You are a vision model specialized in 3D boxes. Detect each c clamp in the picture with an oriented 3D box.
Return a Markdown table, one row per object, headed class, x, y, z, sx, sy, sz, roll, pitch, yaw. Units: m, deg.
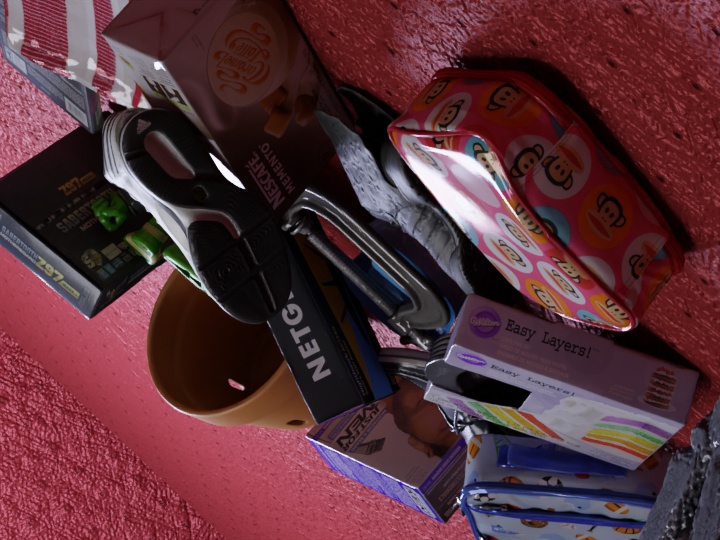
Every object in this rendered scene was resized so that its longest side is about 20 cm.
| class | x | y | z | sx | sy | sz | roll | pitch | yaw |
| --- | --- | --- | --- | --- | --- | --- | --- | --- | --- |
| c clamp | 0.000 | 0.000 | 1.718 | 0.200 | 0.027 | 0.171 | 45 | 163 | -15 |

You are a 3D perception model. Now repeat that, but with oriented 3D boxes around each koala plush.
| class | x | y | z | sx | sy | sz | roll | pitch | yaw |
| --- | --- | --- | --- | --- | --- | --- | --- | --- | --- |
| koala plush | 0.328 | 0.182 | 1.455 | 0.200 | 0.184 | 0.177 | 22 | 176 | -9 |

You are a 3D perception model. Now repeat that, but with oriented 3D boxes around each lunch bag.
| class | x | y | z | sx | sy | sz | roll | pitch | yaw |
| --- | --- | --- | --- | --- | --- | --- | --- | --- | --- |
| lunch bag | 0.113 | -0.049 | 1.414 | 0.200 | 0.082 | 0.176 | 48 | 163 | -24 |
| lunch bag | 0.181 | 0.201 | 1.785 | 0.200 | 0.076 | 0.160 | 3 | 152 | 13 |

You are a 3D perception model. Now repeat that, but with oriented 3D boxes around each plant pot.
| class | x | y | z | sx | sy | sz | roll | pitch | yaw |
| --- | --- | --- | --- | --- | --- | --- | --- | --- | --- |
| plant pot | -0.093 | 0.072 | 2.036 | 0.200 | 0.200 | 0.140 | 26 | 175 | 41 |

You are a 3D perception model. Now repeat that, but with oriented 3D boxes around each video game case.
| class | x | y | z | sx | sy | sz | roll | pitch | yaw |
| --- | --- | --- | --- | --- | --- | --- | --- | --- | --- |
| video game case | -0.291 | -0.233 | 1.853 | 0.143 | 0.019 | 0.200 | 40 | 150 | 30 |

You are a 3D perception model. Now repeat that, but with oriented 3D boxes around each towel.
| class | x | y | z | sx | sy | sz | roll | pitch | yaw |
| --- | --- | --- | --- | --- | --- | --- | --- | --- | --- |
| towel | -0.228 | -0.205 | 1.756 | 0.200 | 0.023 | 0.144 | 28 | 144 | 17 |

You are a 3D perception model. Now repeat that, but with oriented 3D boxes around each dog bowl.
| class | x | y | z | sx | sy | sz | roll | pitch | yaw |
| --- | --- | --- | --- | --- | --- | --- | --- | --- | --- |
| dog bowl | 0.046 | 0.004 | 1.760 | 0.111 | 0.050 | 0.200 | 39 | 164 | 7 |

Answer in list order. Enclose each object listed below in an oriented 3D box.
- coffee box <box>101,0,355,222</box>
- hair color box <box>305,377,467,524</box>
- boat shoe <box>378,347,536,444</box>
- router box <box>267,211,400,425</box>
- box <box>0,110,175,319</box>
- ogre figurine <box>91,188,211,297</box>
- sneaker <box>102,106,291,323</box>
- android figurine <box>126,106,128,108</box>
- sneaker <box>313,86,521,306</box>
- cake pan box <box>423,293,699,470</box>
| class | x | y | z | sx | sy | sz | roll | pitch | yaw |
| --- | --- | --- | --- | --- | --- | --- | --- | --- | --- |
| coffee box | -0.099 | -0.145 | 1.588 | 0.080 | 0.114 | 0.200 | 26 | 158 | 40 |
| hair color box | 0.046 | 0.173 | 2.091 | 0.200 | 0.109 | 0.065 | 19 | 152 | 51 |
| boat shoe | 0.103 | 0.123 | 1.823 | 0.200 | 0.062 | 0.075 | 27 | 172 | -15 |
| router box | -0.042 | 0.032 | 1.803 | 0.200 | 0.051 | 0.149 | 64 | -167 | 4 |
| box | -0.260 | -0.059 | 2.030 | 0.158 | 0.200 | 0.051 | 39 | 132 | 10 |
| ogre figurine | -0.149 | -0.052 | 1.931 | 0.200 | 0.120 | 0.098 | 22 | 159 | 52 |
| sneaker | -0.132 | -0.051 | 1.610 | 0.201 | 0.076 | 0.115 | 56 | 167 | -23 |
| android figurine | -0.184 | -0.169 | 1.853 | 0.182 | 0.041 | 0.200 | 37 | 162 | 13 |
| sneaker | 0.047 | -0.055 | 1.598 | 0.104 | 0.060 | 0.200 | 11 | 141 | 57 |
| cake pan box | 0.152 | 0.090 | 1.635 | 0.200 | 0.052 | 0.184 | 20 | 161 | -1 |
